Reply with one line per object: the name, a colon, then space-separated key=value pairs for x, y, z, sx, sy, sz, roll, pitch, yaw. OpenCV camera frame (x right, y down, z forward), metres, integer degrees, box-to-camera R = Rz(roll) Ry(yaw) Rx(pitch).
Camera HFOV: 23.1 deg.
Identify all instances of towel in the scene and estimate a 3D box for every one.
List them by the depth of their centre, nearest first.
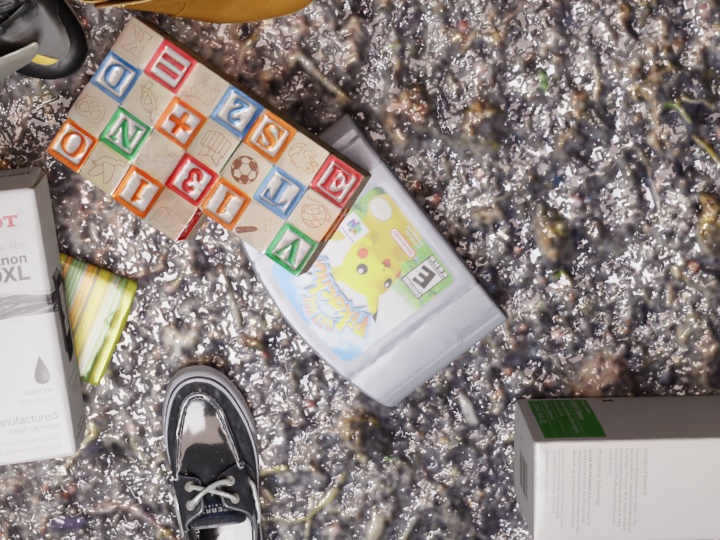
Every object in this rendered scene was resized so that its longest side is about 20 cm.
towel: x=-0.272 y=0.011 z=1.314 sx=0.199 sy=0.018 sz=0.086 roll=22 pitch=99 yaw=-8

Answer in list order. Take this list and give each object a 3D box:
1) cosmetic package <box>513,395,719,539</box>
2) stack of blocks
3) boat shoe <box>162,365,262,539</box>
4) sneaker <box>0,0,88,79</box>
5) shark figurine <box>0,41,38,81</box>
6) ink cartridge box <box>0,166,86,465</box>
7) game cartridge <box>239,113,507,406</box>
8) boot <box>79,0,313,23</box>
cosmetic package: x=0.221 y=0.148 z=1.324 sx=0.199 sy=0.108 sz=0.085 roll=-2 pitch=103 yaw=-4
stack of blocks: x=-0.106 y=-0.077 z=1.253 sx=0.200 sy=0.059 sz=0.115 roll=34 pitch=97 yaw=2
boat shoe: x=-0.110 y=0.174 z=1.334 sx=0.071 sy=0.068 sz=0.201 roll=-6 pitch=104 yaw=-1
sneaker: x=-0.276 y=-0.202 z=1.220 sx=0.070 sy=0.090 sz=0.200 roll=-44 pitch=102 yaw=8
shark figurine: x=-0.298 y=-0.123 z=1.181 sx=0.128 sy=0.090 sz=0.214 roll=-25 pitch=148 yaw=18
ink cartridge box: x=-0.286 y=0.037 z=1.266 sx=0.145 sy=0.083 sz=0.201 roll=-8 pitch=102 yaw=-2
game cartridge: x=0.000 y=0.000 z=1.314 sx=0.133 sy=0.040 sz=0.200 roll=-37 pitch=103 yaw=10
boot: x=-0.124 y=-0.199 z=1.201 sx=0.200 sy=0.144 sz=0.071 roll=5 pitch=105 yaw=-4
